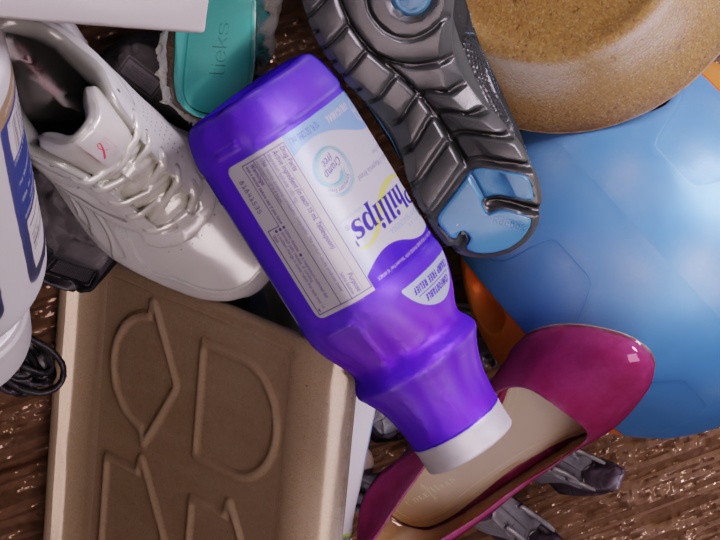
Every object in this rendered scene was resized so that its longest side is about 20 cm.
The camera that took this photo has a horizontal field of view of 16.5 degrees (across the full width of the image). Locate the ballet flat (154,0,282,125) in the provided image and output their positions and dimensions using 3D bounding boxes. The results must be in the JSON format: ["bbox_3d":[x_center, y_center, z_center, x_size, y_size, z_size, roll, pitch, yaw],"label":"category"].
[{"bbox_3d":[-0.063,-0.168,1.183,0.072,0.072,0.201,5,111,-21],"label":"ballet flat"}]

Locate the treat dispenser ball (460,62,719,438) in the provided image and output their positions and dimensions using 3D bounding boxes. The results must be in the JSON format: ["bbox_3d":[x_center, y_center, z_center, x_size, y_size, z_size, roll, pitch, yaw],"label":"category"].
[{"bbox_3d":[0.151,-0.013,1.294,0.200,0.201,0.202,-7,114,-17],"label":"treat dispenser ball"}]

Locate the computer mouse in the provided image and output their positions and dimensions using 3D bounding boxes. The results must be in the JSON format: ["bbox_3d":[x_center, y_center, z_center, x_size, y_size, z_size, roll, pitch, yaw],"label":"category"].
[{"bbox_3d":[-0.169,-0.049,1.259,0.140,0.046,0.200,31,95,-9],"label":"computer mouse"}]

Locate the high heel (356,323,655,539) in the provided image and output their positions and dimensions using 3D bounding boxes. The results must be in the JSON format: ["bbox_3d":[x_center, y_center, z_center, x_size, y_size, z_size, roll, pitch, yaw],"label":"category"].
[{"bbox_3d":[0.067,0.092,1.226,0.067,0.200,0.096,43,52,-18],"label":"high heel"}]

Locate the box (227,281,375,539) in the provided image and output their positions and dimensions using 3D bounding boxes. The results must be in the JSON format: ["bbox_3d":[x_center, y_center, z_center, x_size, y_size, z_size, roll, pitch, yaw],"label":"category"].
[{"bbox_3d":[-0.036,0.045,1.294,0.048,0.122,0.201,-1,113,-32],"label":"box"}]

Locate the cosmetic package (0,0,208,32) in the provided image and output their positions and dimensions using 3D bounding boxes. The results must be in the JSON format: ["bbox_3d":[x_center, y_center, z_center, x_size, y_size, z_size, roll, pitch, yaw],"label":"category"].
[{"bbox_3d":[-0.137,-0.174,1.123,0.107,0.200,0.085,2,111,-20],"label":"cosmetic package"}]

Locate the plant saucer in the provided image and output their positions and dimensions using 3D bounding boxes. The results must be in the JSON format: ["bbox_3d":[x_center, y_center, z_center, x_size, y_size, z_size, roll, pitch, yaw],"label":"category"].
[{"bbox_3d":[0.099,-0.169,1.223,0.200,0.200,0.035,-53,156,7],"label":"plant saucer"}]

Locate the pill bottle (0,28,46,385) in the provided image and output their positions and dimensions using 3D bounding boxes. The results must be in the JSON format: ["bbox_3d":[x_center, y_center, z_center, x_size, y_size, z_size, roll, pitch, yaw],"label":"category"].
[{"bbox_3d":[-0.203,-0.029,1.138,0.111,0.111,0.200,-17,143,-12],"label":"pill bottle"}]

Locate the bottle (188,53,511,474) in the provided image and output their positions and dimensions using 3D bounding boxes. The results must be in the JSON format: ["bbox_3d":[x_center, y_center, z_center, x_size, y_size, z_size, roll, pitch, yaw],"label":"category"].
[{"bbox_3d":[0.000,0.000,1.156,0.065,0.084,0.200,-27,98,34],"label":"bottle"}]

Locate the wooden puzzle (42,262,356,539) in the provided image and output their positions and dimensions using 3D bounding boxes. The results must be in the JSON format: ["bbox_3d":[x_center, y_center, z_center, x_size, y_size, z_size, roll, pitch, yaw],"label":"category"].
[{"bbox_3d":[-0.079,0.100,1.271,0.046,0.200,0.186,-11,112,-46],"label":"wooden puzzle"}]

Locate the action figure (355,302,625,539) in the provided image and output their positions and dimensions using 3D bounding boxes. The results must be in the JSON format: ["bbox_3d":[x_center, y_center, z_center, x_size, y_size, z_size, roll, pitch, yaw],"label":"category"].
[{"bbox_3d":[0.049,0.088,1.371,0.200,0.069,0.130,34,85,-34],"label":"action figure"}]

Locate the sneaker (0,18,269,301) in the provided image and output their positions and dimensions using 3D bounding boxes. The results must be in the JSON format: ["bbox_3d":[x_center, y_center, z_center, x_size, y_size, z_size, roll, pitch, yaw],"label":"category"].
[{"bbox_3d":[-0.121,-0.053,1.188,0.200,0.099,0.078,41,92,-11],"label":"sneaker"}]

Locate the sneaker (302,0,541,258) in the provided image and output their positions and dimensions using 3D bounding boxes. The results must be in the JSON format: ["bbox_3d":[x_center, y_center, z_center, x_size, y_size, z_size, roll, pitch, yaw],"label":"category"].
[{"bbox_3d":[0.023,-0.102,1.182,0.073,0.082,0.201,-21,101,3],"label":"sneaker"}]
